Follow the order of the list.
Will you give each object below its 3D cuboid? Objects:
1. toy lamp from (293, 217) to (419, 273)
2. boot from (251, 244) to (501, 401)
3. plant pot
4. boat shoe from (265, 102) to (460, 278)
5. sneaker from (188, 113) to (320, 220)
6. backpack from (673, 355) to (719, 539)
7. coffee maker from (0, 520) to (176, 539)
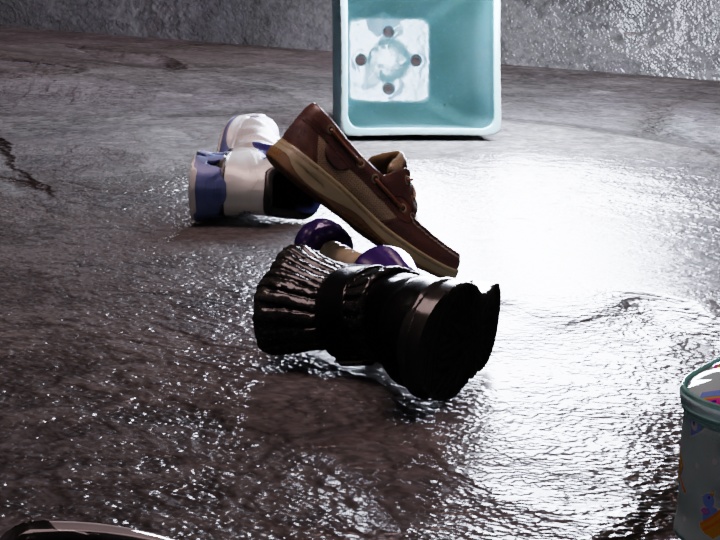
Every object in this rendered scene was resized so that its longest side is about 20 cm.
[{"bbox_3d":[0.000,0.000,1.790,0.058,0.058,0.200,-2,9,-17],"label":"toy lamp"},{"bbox_3d":[-0.001,0.032,1.540,0.157,0.080,0.211,11,2,13],"label":"boot"},{"bbox_3d":[0.054,-0.262,2.841,0.195,0.197,0.200,-1,3,-11],"label":"plant pot"},{"bbox_3d":[0.016,-0.063,1.856,0.200,0.072,0.072,36,-3,-27],"label":"boat shoe"},{"bbox_3d":[-0.086,-0.087,2.202,0.115,0.081,0.199,7,18,9],"label":"sneaker"},{"bbox_3d":[0.255,0.083,1.143,0.199,0.154,0.176,1,14,35],"label":"backpack"},{"bbox_3d":[-0.037,0.175,0.737,0.199,0.135,0.192,-3,35,-19],"label":"coffee maker"}]
